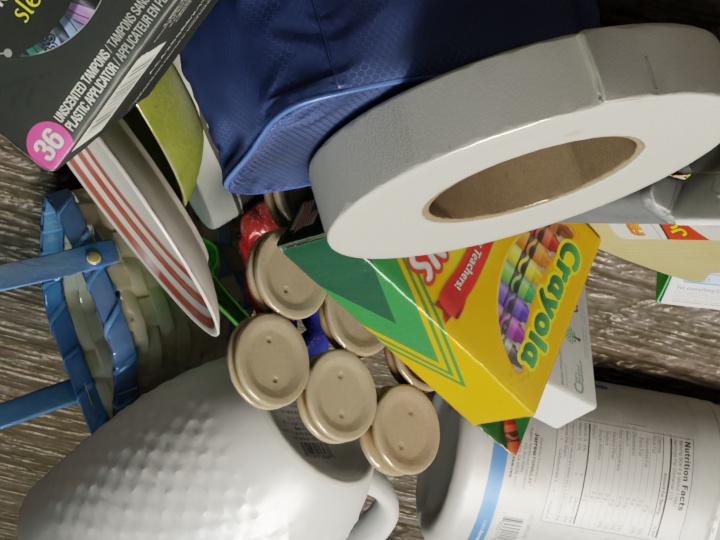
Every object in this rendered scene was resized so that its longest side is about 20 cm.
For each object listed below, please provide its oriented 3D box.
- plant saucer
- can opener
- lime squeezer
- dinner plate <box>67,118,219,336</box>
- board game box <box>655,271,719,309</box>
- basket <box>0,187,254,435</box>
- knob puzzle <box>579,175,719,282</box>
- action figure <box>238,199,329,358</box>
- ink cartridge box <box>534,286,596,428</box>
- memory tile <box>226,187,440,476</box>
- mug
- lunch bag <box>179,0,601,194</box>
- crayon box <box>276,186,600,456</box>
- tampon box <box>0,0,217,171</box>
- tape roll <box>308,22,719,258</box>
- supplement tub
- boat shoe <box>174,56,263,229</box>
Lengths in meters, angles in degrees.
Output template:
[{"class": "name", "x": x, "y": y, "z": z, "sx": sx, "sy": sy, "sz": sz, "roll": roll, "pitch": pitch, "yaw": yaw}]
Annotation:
[{"class": "plant saucer", "x": -0.133, "y": -0.120, "z": 1.057, "sx": 0.031, "sy": 0.200, "sz": 0.200, "roll": -36, "pitch": 148, "yaw": -10}, {"class": "can opener", "x": 0.163, "y": -0.041, "z": 1.107, "sx": 0.067, "sy": 0.053, "sz": 0.200, "roll": 29, "pitch": 164, "yaw": -33}, {"class": "lime squeezer", "x": -0.112, "y": -0.025, "z": 1.218, "sx": 0.038, "sy": 0.200, "sz": 0.071, "roll": -35, "pitch": 172, "yaw": 2}, {"class": "dinner plate", "x": -0.124, "y": -0.053, "z": 1.096, "sx": 0.024, "sy": 0.200, "sz": 0.200, "roll": -37, "pitch": 146, "yaw": -8}, {"class": "board game box", "x": 0.264, "y": -0.039, "z": 1.239, "sx": 0.152, "sy": 0.040, "sz": 0.200, "roll": 7, "pitch": 149, "yaw": -3}, {"class": "basket", "x": -0.171, "y": 0.037, "z": 1.304, "sx": 0.199, "sy": 0.139, "sz": 0.176, "roll": -19, "pitch": 156, "yaw": -23}, {"class": "knob puzzle", "x": 0.141, "y": -0.068, "z": 1.183, "sx": 0.219, "sy": 0.031, "sz": 0.220, "roll": 25, "pitch": 154, "yaw": 13}, {"class": "action figure", "x": -0.035, "y": 0.017, "z": 1.252, "sx": 0.065, "sy": 0.052, "sz": 0.200, "roll": -21, "pitch": 134, "yaw": -18}, {"class": "ink cartridge box", "x": 0.059, "y": 0.012, "z": 1.293, "sx": 0.200, "sy": 0.100, "sz": 0.039, "roll": 30, "pitch": 134, "yaw": -34}, {"class": "memory tile", "x": 0.000, "y": 0.000, "z": 1.187, "sx": 0.153, "sy": 0.201, "sz": 0.017, "roll": 28, "pitch": 152, "yaw": -35}, {"class": "mug", "x": -0.065, "y": 0.137, "z": 1.243, "sx": 0.200, "sy": 0.148, "sz": 0.175, "roll": 21, "pitch": 129, "yaw": -43}, {"class": "lunch bag", "x": 0.016, "y": -0.127, "z": 1.012, "sx": 0.199, "sy": 0.133, "sz": 0.136, "roll": -11, "pitch": 166, "yaw": -27}, {"class": "crayon box", "x": 0.057, "y": -0.006, "z": 1.196, "sx": 0.051, "sy": 0.127, "sz": 0.200, "roll": -14, "pitch": 133, "yaw": 46}, {"class": "tampon box", "x": -0.142, "y": -0.169, "z": 0.875, "sx": 0.200, "sy": 0.126, "sz": 0.150, "roll": 38, "pitch": 111, "yaw": -2}, {"class": "tape roll", "x": 0.075, "y": -0.057, "z": 1.002, "sx": 0.202, "sy": 0.037, "sz": 0.203, "roll": -16, "pitch": 167, "yaw": -4}, {"class": "supplement tub", "x": 0.147, "y": 0.137, "z": 1.459, "sx": 0.199, "sy": 0.132, "sz": 0.132, "roll": 10, "pitch": 149, "yaw": -11}, {"class": "boat shoe", "x": -0.084, "y": -0.104, "z": 1.163, "sx": 0.064, "sy": 0.071, "sz": 0.200, "roll": -31, "pitch": 147, "yaw": -10}]
